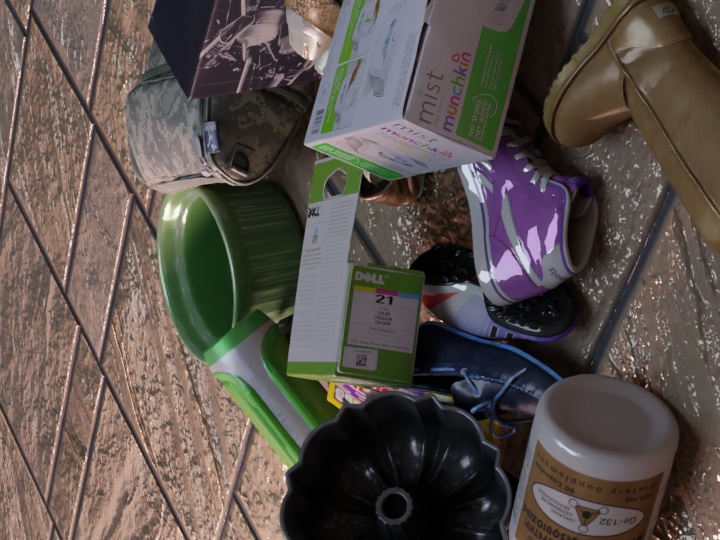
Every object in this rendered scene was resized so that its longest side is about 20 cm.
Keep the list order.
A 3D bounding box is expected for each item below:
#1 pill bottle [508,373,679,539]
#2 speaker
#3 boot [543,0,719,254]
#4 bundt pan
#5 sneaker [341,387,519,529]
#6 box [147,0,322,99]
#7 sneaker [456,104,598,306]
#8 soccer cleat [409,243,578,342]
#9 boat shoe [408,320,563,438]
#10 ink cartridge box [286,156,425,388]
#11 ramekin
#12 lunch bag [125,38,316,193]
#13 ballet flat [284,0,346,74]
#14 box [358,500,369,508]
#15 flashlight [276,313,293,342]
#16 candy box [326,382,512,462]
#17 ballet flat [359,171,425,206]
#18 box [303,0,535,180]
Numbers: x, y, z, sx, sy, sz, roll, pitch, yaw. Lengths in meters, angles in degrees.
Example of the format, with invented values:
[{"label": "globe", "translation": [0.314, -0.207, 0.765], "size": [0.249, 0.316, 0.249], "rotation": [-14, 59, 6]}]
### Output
[{"label": "pill bottle", "translation": [0.180, 0.194, 1.554], "size": [0.114, 0.114, 0.201], "rotation": [48, 140, 44]}, {"label": "speaker", "translation": [-0.071, 0.139, 1.965], "size": [0.200, 0.088, 0.088], "rotation": [52, 150, -1]}, {"label": "boot", "translation": [0.223, -0.090, 1.427], "size": [0.200, 0.066, 0.175], "rotation": [61, 148, 28]}, {"label": "bundt pan", "translation": [0.036, 0.208, 1.645], "size": [0.203, 0.201, 0.076], "rotation": [66, -176, 23]}, {"label": "sneaker", "translation": [0.072, 0.164, 1.735], "size": [0.199, 0.060, 0.105], "rotation": [7, 121, 48]}, {"label": "box", "translation": [-0.071, -0.266, 1.769], "size": [0.104, 0.199, 0.182], "rotation": [60, 147, 31]}, {"label": "sneaker", "translation": [0.143, -0.081, 1.596], "size": [0.114, 0.072, 0.201], "rotation": [-24, 71, 41]}, {"label": "soccer cleat", "translation": [0.122, 0.032, 1.675], "size": [0.200, 0.068, 0.073], "rotation": [19, 145, 50]}, {"label": "boat shoe", "translation": [0.109, 0.105, 1.671], "size": [0.200, 0.069, 0.084], "rotation": [14, 151, 53]}, {"label": "ink cartridge box", "translation": [0.000, 0.000, 1.728], "size": [0.148, 0.075, 0.201], "rotation": [173, 106, -71]}, {"label": "ramekin", "translation": [-0.135, -0.005, 2.089], "size": [0.200, 0.097, 0.201], "rotation": [30, 126, 55]}, {"label": "lunch bag", "translation": [-0.146, -0.161, 1.953], "size": [0.200, 0.139, 0.169], "rotation": [-3, 67, 59]}, {"label": "ballet flat", "translation": [-0.023, -0.207, 1.721], "size": [0.070, 0.200, 0.065], "rotation": [40, 94, 36]}, {"label": "box", "translation": [0.050, 0.262, 1.787], "size": [0.200, 0.048, 0.122], "rotation": [50, 158, -19]}, {"label": "flashlight", "translation": [-0.031, 0.055, 1.949], "size": [0.200, 0.068, 0.068], "rotation": [-18, 68, 62]}, {"label": "candy box", "translation": [0.052, 0.127, 1.804], "size": [0.200, 0.026, 0.103], "rotation": [33, 128, 31]}, {"label": "ballet flat", "translation": [0.033, -0.140, 1.754], "size": [0.068, 0.072, 0.201], "rotation": [55, 143, 39]}, {"label": "box", "translation": [0.052, -0.190, 1.592], "size": [0.176, 0.096, 0.201], "rotation": [-8, 64, 61]}]
